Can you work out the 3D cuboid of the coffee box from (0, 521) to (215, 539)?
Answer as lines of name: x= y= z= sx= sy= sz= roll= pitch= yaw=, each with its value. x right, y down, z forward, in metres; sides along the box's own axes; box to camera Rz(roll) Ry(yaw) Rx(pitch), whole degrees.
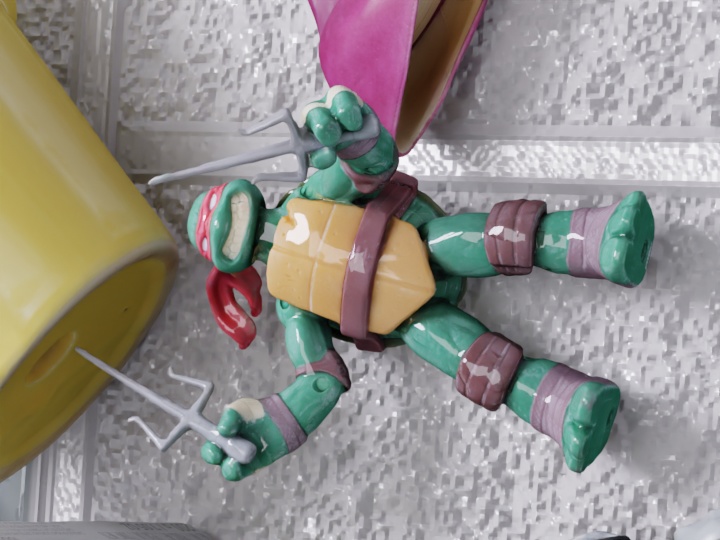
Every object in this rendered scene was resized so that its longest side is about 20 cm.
coffee box: x=-0.079 y=0.220 z=0.952 sx=0.197 sy=0.200 sz=0.201 roll=27 pitch=100 yaw=30

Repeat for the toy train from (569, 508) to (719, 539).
toy train: x=0.125 y=0.178 z=0.902 sx=0.114 sy=0.085 sz=0.201 roll=-19 pitch=75 yaw=17

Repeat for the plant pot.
plant pot: x=-0.180 y=-0.022 z=1.047 sx=0.189 sy=0.201 sz=0.201 roll=41 pitch=108 yaw=12

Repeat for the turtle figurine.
turtle figurine: x=0.000 y=0.000 z=0.977 sx=0.199 sy=0.101 sz=0.150 roll=12 pitch=115 yaw=16

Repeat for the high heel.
high heel: x=0.050 y=-0.134 z=0.969 sx=0.200 sy=0.067 sz=0.096 roll=-42 pitch=56 yaw=28
